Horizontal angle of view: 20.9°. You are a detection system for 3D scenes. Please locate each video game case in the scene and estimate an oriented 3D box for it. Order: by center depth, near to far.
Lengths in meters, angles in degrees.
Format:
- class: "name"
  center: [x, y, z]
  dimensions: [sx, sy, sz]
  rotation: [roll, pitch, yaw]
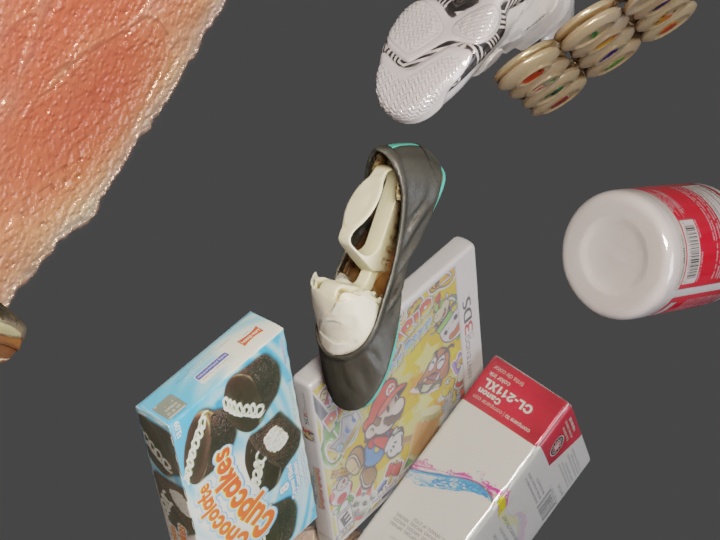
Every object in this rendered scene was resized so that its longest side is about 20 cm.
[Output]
- class: "video game case"
  center: [0.028, 0.097, 1.550]
  dimensions: [0.200, 0.023, 0.182]
  rotation: [-40, 140, -32]

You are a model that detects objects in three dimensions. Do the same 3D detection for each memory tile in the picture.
- class: "memory tile"
  center: [0.174, -0.164, 1.407]
  dimensions: [0.153, 0.017, 0.200]
  rotation: [-34, 171, 10]

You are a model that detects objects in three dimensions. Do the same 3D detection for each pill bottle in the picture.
- class: "pill bottle"
  center: [0.274, -0.020, 1.730]
  dimensions: [0.200, 0.112, 0.113]
  rotation: [-7, 118, -53]

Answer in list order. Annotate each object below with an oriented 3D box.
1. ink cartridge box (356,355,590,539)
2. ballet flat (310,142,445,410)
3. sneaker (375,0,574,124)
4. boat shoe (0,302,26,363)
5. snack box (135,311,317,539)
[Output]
- class: "ink cartridge box"
  center: [0.095, 0.192, 1.626]
  dimensions: [0.200, 0.083, 0.146]
  rotation: [-52, 156, -12]
- class: "ballet flat"
  center: [0.000, 0.000, 1.414]
  dimensions: [0.068, 0.068, 0.201]
  rotation: [19, 86, -47]
- class: "sneaker"
  center: [0.092, -0.167, 1.408]
  dimensions: [0.200, 0.075, 0.115]
  rotation: [-56, 145, -15]
- class: "boat shoe"
  center: [-0.272, 0.029, 1.046]
  dimensions: [0.200, 0.076, 0.074]
  rotation: [15, 105, -49]
- class: "snack box"
  center: [-0.092, 0.139, 1.398]
  dimensions: [0.116, 0.037, 0.200]
  rotation: [-41, 141, -31]
